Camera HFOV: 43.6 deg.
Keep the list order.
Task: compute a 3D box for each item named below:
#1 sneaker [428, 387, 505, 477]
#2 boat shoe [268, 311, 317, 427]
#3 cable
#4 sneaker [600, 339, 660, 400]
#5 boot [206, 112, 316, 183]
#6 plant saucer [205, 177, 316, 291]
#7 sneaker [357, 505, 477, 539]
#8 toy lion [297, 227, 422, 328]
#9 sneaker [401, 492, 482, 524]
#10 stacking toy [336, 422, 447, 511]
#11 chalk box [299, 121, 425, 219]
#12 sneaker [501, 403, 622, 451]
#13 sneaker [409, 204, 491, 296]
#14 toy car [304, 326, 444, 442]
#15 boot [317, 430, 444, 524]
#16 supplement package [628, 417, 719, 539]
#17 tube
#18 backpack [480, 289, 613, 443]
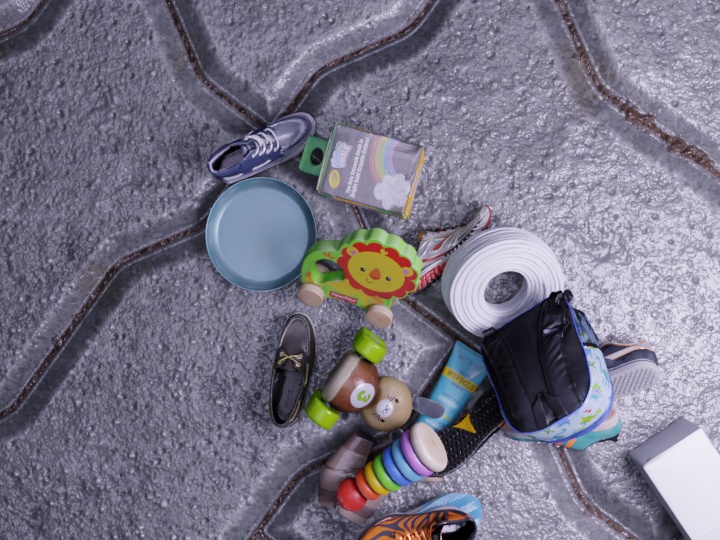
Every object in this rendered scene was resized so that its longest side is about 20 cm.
[{"bbox_3d":[0.182,0.282,1.527,0.200,0.090,0.070,-41,67,0],"label":"sneaker"},{"bbox_3d":[-0.119,0.174,1.571,0.071,0.061,0.203,8,91,5],"label":"boat shoe"},{"bbox_3d":[0.238,0.027,1.500,0.199,0.069,0.200,-32,117,11],"label":"cable"},{"bbox_3d":[0.406,0.177,1.520,0.199,0.080,0.079,-21,123,27],"label":"sneaker"},{"bbox_3d":[-0.169,-0.213,1.562,0.199,0.090,0.073,-32,87,4],"label":"boot"},{"bbox_3d":[-0.174,-0.063,1.594,0.199,0.027,0.202,0,90,5],"label":"plant saucer"},{"bbox_3d":[0.094,0.425,1.441,0.199,0.112,0.078,-15,86,-14],"label":"sneaker"},{"bbox_3d":[0.000,0.000,1.499,0.199,0.192,0.069,16,49,6],"label":"toy lion"},{"bbox_3d":[0.113,0.431,1.545,0.199,0.081,0.077,-16,86,-15],"label":"sneaker"},{"bbox_3d":[0.041,0.331,1.481,0.199,0.085,0.086,-35,87,20],"label":"stacking toy"},{"bbox_3d":[-0.001,-0.172,1.532,0.199,0.124,0.125,17,92,6],"label":"chalk box"},{"bbox_3d":[0.340,0.273,1.523,0.199,0.072,0.080,-8,127,23],"label":"sneaker"},{"bbox_3d":[0.141,-0.047,1.540,0.200,0.078,0.082,-39,82,2],"label":"sneaker"},{"bbox_3d":[0.035,0.222,1.514,0.200,0.158,0.165,36,92,-1],"label":"toy car"},{"bbox_3d":[0.028,0.373,1.560,0.199,0.070,0.147,24,99,3],"label":"boot"},{"bbox_3d":[0.554,0.363,1.481,0.117,0.117,0.201,-34,88,5],"label":"supplement package"},{"bbox_3d":[0.149,0.226,1.557,0.077,0.050,0.201,32,88,-4],"label":"tube"},{"bbox_3d":[0.308,0.169,1.433,0.183,0.147,0.201,-33,48,26],"label":"backpack"}]
